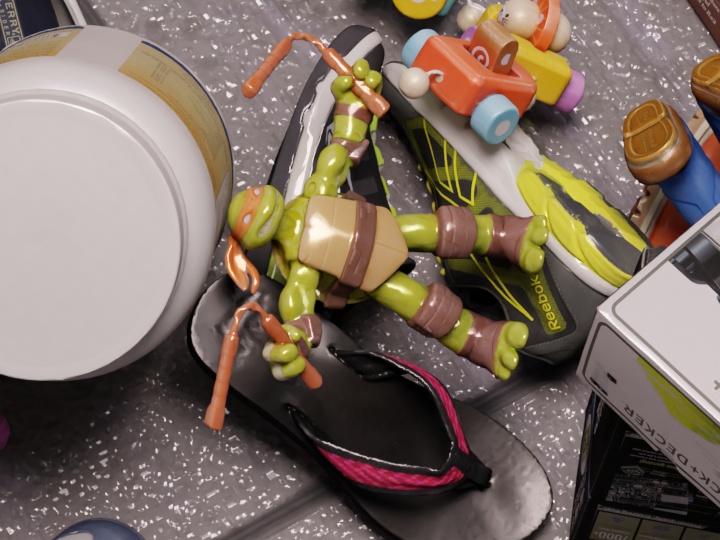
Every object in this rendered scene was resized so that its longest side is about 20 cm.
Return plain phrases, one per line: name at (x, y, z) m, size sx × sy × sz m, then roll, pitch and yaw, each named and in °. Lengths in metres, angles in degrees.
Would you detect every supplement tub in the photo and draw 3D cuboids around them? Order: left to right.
supplement tub at (-0.133, -0.031, 1.339) m, size 0.143 × 0.200 × 0.145 m, roll 0°, pitch 101°, yaw 2°

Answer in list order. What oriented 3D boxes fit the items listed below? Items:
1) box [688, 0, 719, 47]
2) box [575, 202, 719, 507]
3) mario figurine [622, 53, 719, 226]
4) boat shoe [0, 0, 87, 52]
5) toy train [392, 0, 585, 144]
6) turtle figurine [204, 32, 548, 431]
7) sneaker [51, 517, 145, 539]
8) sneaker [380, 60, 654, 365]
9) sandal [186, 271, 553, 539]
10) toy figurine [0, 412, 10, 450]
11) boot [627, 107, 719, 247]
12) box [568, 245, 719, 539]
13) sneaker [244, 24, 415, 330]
box at (0.259, -0.208, 1.595) m, size 0.199 × 0.075 × 0.100 m, roll -22°, pitch 65°, yaw -20°
box at (0.204, 0.011, 1.279) m, size 0.200 × 0.060 × 0.117 m, roll -38°, pitch 70°, yaw -23°
mario figurine at (0.210, -0.004, 1.410) m, size 0.123 × 0.200 × 0.106 m, roll -16°, pitch 36°, yaw 32°
boat shoe at (-0.164, -0.094, 1.482) m, size 0.073 × 0.065 × 0.201 m, roll -19°, pitch 64°, yaw -17°
toy train at (0.044, -0.139, 1.486) m, size 0.150 × 0.056 × 0.200 m, roll 8°, pitch 32°, yaw -48°
turtle figurine at (0.000, 0.000, 1.370) m, size 0.160 × 0.064 × 0.201 m, roll 18°, pitch 66°, yaw -14°
sneaker at (-0.159, 0.180, 1.316) m, size 0.070 × 0.082 × 0.200 m, roll 33°, pitch 62°, yaw 13°
sneaker at (0.059, -0.031, 1.468) m, size 0.074 × 0.085 × 0.200 m, roll 15°, pitch 25°, yaw -46°
sandal at (0.006, 0.071, 1.390) m, size 0.200 × 0.045 × 0.075 m, roll 35°, pitch 70°, yaw -11°
toy figurine at (-0.233, 0.051, 1.379) m, size 0.184 × 0.150 × 0.200 m, roll 52°, pitch 42°, yaw 6°
boot at (0.213, -0.045, 1.498) m, size 0.107 × 0.075 × 0.200 m, roll 43°, pitch 64°, yaw 11°
box at (0.209, 0.080, 1.370) m, size 0.199 × 0.164 × 0.087 m, roll 10°, pitch 59°, yaw 0°
sneaker at (-0.010, -0.023, 1.464) m, size 0.082 × 0.072 × 0.201 m, roll 20°, pitch 71°, yaw -4°
